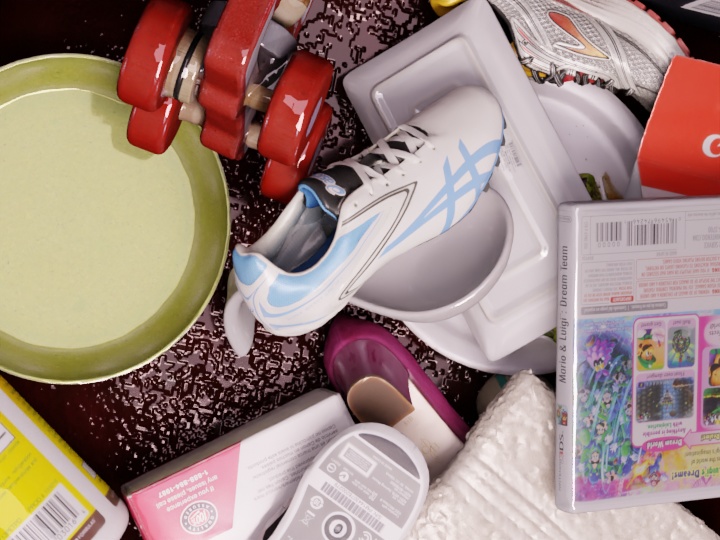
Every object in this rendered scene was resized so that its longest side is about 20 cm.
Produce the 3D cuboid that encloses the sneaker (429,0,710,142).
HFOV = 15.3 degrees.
[{"bbox_3d":[0.130,-0.139,1.662,0.200,0.078,0.082,36,80,3],"label":"sneaker"}]

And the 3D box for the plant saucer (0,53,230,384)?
[{"bbox_3d":[-0.179,-0.031,1.639,0.199,0.031,0.201,0,90,-9],"label":"plant saucer"}]

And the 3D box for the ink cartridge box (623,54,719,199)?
[{"bbox_3d":[0.234,-0.018,1.650,0.159,0.047,0.201,10,104,-30],"label":"ink cartridge box"}]

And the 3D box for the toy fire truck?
[{"bbox_3d":[-0.059,-0.145,1.561,0.112,0.200,0.169,20,76,3],"label":"toy fire truck"}]

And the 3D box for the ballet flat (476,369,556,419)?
[{"bbox_3d":[0.141,0.148,1.674,0.069,0.069,0.200,-39,96,-6],"label":"ballet flat"}]

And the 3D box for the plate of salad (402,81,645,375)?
[{"bbox_3d":[0.100,-0.035,1.666,0.199,0.048,0.201,1,84,-8],"label":"plate of salad"}]

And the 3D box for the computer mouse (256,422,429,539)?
[{"bbox_3d":[-0.031,0.179,1.575,0.109,0.044,0.200,37,89,1],"label":"computer mouse"}]

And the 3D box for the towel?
[{"bbox_3d":[0.129,0.168,1.623,0.200,0.034,0.133,41,81,-14],"label":"towel"}]

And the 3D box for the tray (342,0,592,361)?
[{"bbox_3d":[0.073,-0.055,1.623,0.107,0.022,0.201,-30,83,17],"label":"tray"}]

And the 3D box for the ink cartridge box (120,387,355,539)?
[{"bbox_3d":[-0.040,0.193,1.637,0.144,0.084,0.201,-25,94,-8],"label":"ink cartridge box"}]

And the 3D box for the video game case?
[{"bbox_3d":[0.203,0.046,1.611,0.199,0.024,0.183,-3,97,-31],"label":"video game case"}]

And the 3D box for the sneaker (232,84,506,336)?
[{"bbox_3d":[0.008,-0.044,1.558,0.200,0.072,0.073,-43,136,-17],"label":"sneaker"}]

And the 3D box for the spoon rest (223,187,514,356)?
[{"bbox_3d":[0.000,0.000,1.602,0.199,0.100,0.061,-17,139,24],"label":"spoon rest"}]

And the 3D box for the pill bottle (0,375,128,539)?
[{"bbox_3d":[-0.240,0.114,1.592,0.109,0.109,0.200,-44,96,-6],"label":"pill bottle"}]

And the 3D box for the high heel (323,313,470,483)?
[{"bbox_3d":[0.048,0.109,1.676,0.067,0.096,0.200,-31,118,8],"label":"high heel"}]

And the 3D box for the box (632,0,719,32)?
[{"bbox_3d":[0.243,-0.252,1.618,0.122,0.200,0.200,13,88,-8],"label":"box"}]
